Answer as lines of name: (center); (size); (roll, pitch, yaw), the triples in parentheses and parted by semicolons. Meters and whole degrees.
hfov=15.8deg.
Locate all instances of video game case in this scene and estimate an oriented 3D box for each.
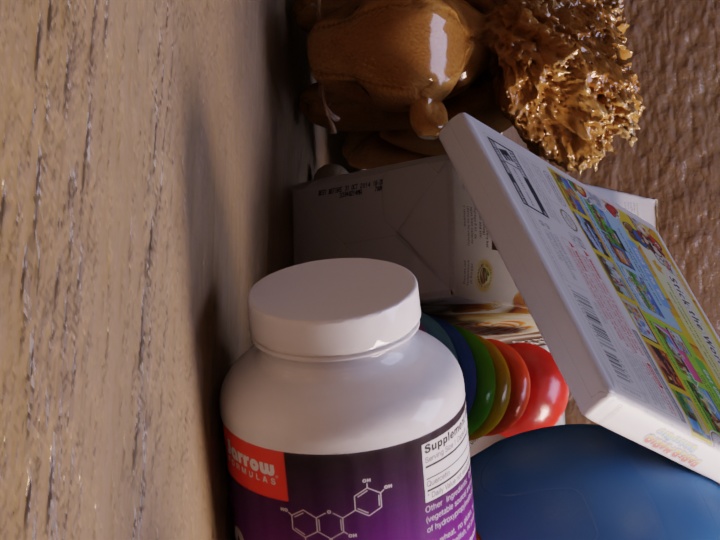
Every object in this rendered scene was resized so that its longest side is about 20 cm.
video game case: (0.135, 0.022, 1.344); (0.182, 0.023, 0.200); (27, 28, -45)

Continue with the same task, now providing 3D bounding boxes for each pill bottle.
pill bottle: (-0.005, 0.101, 1.191); (0.112, 0.112, 0.200); (-75, 160, -68)

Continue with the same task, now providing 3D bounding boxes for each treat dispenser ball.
treat dispenser ball: (0.111, 0.179, 1.329); (0.201, 0.201, 0.201); (-2, 90, -83)

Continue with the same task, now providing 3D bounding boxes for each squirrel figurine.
squirrel figurine: (0.059, -0.124, 1.432); (0.187, 0.200, 0.142); (-7, 102, -83)

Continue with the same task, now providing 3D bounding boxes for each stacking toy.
stacking toy: (0.044, 0.060, 1.398); (0.200, 0.085, 0.085); (8, 78, -55)

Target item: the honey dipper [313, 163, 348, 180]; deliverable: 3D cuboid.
honey dipper: (0.000, 0.000, 1.575); (0.200, 0.038, 0.038); (73, 16, -56)

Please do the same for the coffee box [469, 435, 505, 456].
coffee box: (0.094, 0.150, 1.634); (0.080, 0.200, 0.113); (-48, 168, -1)

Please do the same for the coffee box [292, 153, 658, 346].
coffee box: (0.069, -0.007, 1.459); (0.200, 0.114, 0.080); (9, 77, -49)

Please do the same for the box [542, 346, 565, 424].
box: (0.113, 0.033, 2.183); (0.200, 0.105, 0.184); (70, 18, -65)
